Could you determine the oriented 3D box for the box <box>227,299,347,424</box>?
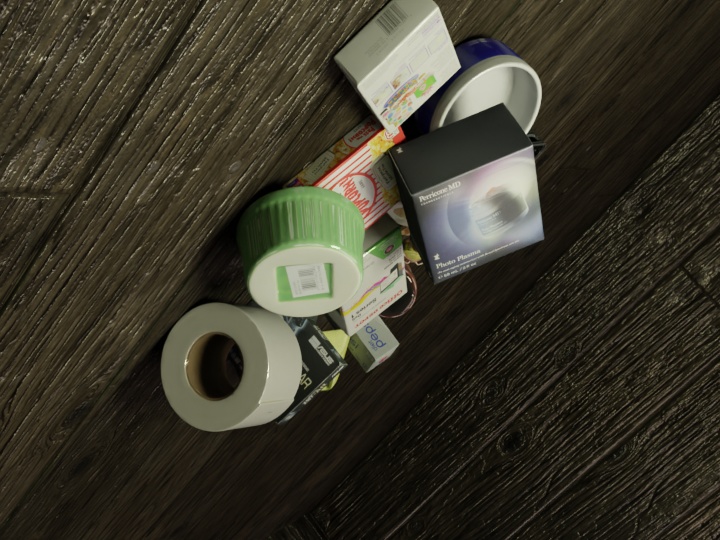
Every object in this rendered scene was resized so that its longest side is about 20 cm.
[{"bbox_3d":[-0.143,0.144,1.592,0.160,0.201,0.043,-41,164,6],"label":"box"}]

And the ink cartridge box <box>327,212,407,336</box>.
[{"bbox_3d":[0.000,0.000,1.541,0.144,0.084,0.202,-36,150,-16],"label":"ink cartridge box"}]

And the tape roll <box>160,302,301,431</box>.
[{"bbox_3d":[-0.211,0.159,1.480,0.202,0.204,0.139,-43,163,10],"label":"tape roll"}]

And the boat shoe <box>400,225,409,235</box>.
[{"bbox_3d":[0.122,-0.139,1.699,0.073,0.076,0.201,-10,144,-53],"label":"boat shoe"}]

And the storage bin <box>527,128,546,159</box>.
[{"bbox_3d":[0.261,-0.210,1.795,0.134,0.094,0.201,-15,148,-55],"label":"storage bin"}]

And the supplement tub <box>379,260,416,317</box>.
[{"bbox_3d":[0.051,0.013,1.766,0.107,0.107,0.200,-43,-166,8],"label":"supplement tub"}]

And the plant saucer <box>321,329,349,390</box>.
[{"bbox_3d":[-0.119,0.189,1.728,0.195,0.049,0.201,-6,150,-13],"label":"plant saucer"}]

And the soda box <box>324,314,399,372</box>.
[{"bbox_3d":[-0.014,0.092,1.744,0.068,0.201,0.064,-29,165,-31],"label":"soda box"}]

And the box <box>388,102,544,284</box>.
[{"bbox_3d":[0.166,-0.115,1.382,0.196,0.124,0.200,-22,135,-2],"label":"box"}]

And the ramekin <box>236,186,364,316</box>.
[{"bbox_3d":[-0.086,-0.020,1.327,0.195,0.099,0.202,-5,142,-4],"label":"ramekin"}]

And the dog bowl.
[{"bbox_3d":[0.186,-0.261,1.422,0.196,0.079,0.203,-21,140,-18],"label":"dog bowl"}]

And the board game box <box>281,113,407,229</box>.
[{"bbox_3d":[-0.008,-0.135,1.387,0.199,0.046,0.152,-40,141,-6],"label":"board game box"}]

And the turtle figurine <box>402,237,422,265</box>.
[{"bbox_3d":[0.092,-0.046,1.657,0.161,0.196,0.066,168,-64,-68],"label":"turtle figurine"}]

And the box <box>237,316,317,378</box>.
[{"bbox_3d":[-0.168,0.149,1.806,0.156,0.051,0.201,-32,160,-26],"label":"box"}]

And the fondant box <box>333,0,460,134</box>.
[{"bbox_3d":[0.055,-0.284,1.223,0.144,0.058,0.200,-43,162,4],"label":"fondant box"}]

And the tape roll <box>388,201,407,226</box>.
[{"bbox_3d":[0.111,-0.111,1.570,0.203,0.198,0.038,46,56,-73],"label":"tape roll"}]
